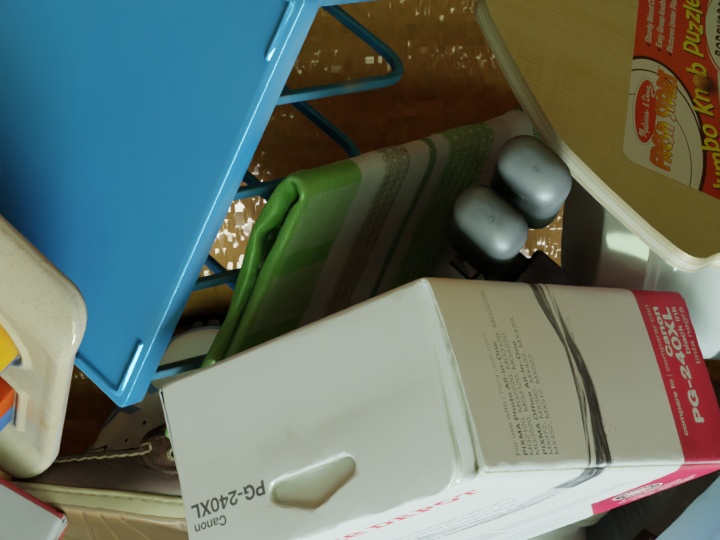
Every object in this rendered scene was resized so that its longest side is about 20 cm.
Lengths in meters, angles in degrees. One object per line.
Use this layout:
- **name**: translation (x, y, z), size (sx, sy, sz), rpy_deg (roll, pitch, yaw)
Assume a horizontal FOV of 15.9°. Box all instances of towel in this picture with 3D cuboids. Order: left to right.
- **towel**: translation (0.000, 0.000, 1.138), size (0.031, 0.199, 0.150), rpy_deg (36, 118, 24)

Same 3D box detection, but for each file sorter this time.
- **file sorter**: translation (-0.072, -0.073, 1.091), size (0.139, 0.122, 0.201), rpy_deg (40, 121, 25)

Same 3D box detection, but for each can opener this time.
- **can opener**: translation (0.070, -0.016, 1.085), size (0.066, 0.200, 0.053), rpy_deg (40, 87, 8)

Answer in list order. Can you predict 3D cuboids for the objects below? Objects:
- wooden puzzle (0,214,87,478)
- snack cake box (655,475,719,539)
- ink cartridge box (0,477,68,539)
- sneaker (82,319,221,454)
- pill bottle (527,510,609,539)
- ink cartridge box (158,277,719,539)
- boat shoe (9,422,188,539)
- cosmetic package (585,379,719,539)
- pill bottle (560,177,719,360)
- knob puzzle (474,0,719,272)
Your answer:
- **wooden puzzle**: translation (-0.201, 0.005, 1.094), size (0.185, 0.046, 0.200), rpy_deg (43, 156, 6)
- **snack cake box**: translation (0.193, 0.146, 1.157), size (0.200, 0.067, 0.115), rpy_deg (-46, 133, 6)
- **ink cartridge box**: translation (-0.240, 0.156, 1.204), size (0.144, 0.084, 0.200), rpy_deg (30, 140, -3)
- **sneaker**: translation (-0.110, 0.108, 1.248), size (0.072, 0.073, 0.200), rpy_deg (32, 112, -19)
- **pill bottle**: translation (0.036, 0.130, 1.246), size (0.114, 0.115, 0.200), rpy_deg (36, 113, -22)
- **ink cartridge box**: translation (0.037, 0.065, 1.061), size (0.145, 0.084, 0.199), rpy_deg (-23, 164, 33)
- **boat shoe**: translation (-0.065, 0.094, 1.189), size (0.198, 0.072, 0.072), rpy_deg (0, 153, 14)
- **cosmetic package**: translation (0.141, 0.155, 1.285), size (0.106, 0.090, 0.200), rpy_deg (27, 113, -23)
- **pill bottle**: translation (0.197, -0.014, 1.168), size (0.198, 0.117, 0.117), rpy_deg (6, 120, -7)
- **knob puzzle**: translation (0.135, -0.070, 1.091), size (0.218, 0.221, 0.031), rpy_deg (20, 137, -15)
